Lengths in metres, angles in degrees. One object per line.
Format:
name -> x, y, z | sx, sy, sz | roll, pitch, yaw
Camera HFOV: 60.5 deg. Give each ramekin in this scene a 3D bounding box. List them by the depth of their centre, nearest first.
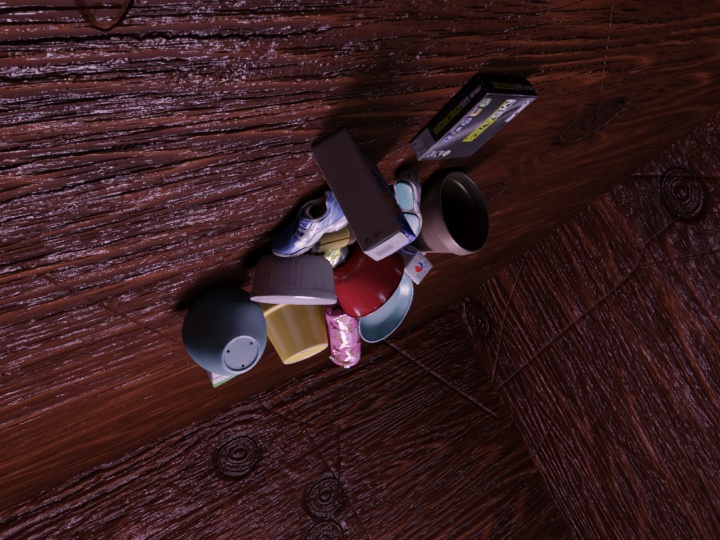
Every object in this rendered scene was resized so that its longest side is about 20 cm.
ramekin -> -0.147, 0.021, 1.373 | 0.196, 0.097, 0.202 | 1, 173, 0

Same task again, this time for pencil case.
pencil case -> -0.045, 0.160, 1.625 | 0.087, 0.081, 0.204 | -57, 152, -46

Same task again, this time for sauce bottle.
sauce bottle -> -0.050, -0.082, 1.390 | 0.197, 0.066, 0.065 | -15, 162, -43

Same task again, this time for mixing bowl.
mixing bowl -> 0.000, 0.000, 1.498 | 0.198, 0.203, 0.108 | -33, 125, 20

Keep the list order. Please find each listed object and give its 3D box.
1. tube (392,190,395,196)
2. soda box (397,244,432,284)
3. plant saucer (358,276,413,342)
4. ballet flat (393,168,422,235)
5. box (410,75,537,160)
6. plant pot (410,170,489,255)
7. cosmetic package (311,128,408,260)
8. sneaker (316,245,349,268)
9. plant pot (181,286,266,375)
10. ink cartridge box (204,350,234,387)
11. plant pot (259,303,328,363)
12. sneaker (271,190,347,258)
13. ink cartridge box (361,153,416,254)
tube -> 0.053, -0.150, 1.408 | 0.197, 0.053, 0.057 | -25, -153, -39
soda box -> 0.099, -0.038, 1.586 | 0.064, 0.199, 0.068 | -50, 122, -3
plant saucer -> 0.059, 0.093, 1.626 | 0.198, 0.036, 0.204 | -30, 137, -32
ballet flat -> 0.110, -0.147, 1.385 | 0.071, 0.073, 0.203 | -24, 144, -15
box -> 0.221, -0.294, 1.207 | 0.190, 0.048, 0.199 | -12, 159, -46
plant pot -> 0.197, -0.124, 1.541 | 0.171, 0.206, 0.197 | -17, 178, 44
cosmetic package -> 0.001, -0.124, 1.032 | 0.073, 0.204, 0.102 | -28, 168, 8
sneaker -> -0.119, -0.028, 1.488 | 0.198, 0.077, 0.076 | -32, 135, 26
plant pot -> -0.292, 0.157, 1.403 | 0.196, 0.134, 0.206 | -13, 117, -27
ink cartridge box -> -0.377, 0.203, 1.601 | 0.082, 0.149, 0.200 | -24, 167, -20
plant pot -> -0.175, 0.132, 1.628 | 0.196, 0.193, 0.201 | -21, 166, -6
sneaker -> -0.108, -0.097, 1.240 | 0.198, 0.077, 0.077 | -34, 144, 20
ink cartridge box -> 0.030, -0.109, 1.155 | 0.075, 0.204, 0.136 | -30, 167, 15
